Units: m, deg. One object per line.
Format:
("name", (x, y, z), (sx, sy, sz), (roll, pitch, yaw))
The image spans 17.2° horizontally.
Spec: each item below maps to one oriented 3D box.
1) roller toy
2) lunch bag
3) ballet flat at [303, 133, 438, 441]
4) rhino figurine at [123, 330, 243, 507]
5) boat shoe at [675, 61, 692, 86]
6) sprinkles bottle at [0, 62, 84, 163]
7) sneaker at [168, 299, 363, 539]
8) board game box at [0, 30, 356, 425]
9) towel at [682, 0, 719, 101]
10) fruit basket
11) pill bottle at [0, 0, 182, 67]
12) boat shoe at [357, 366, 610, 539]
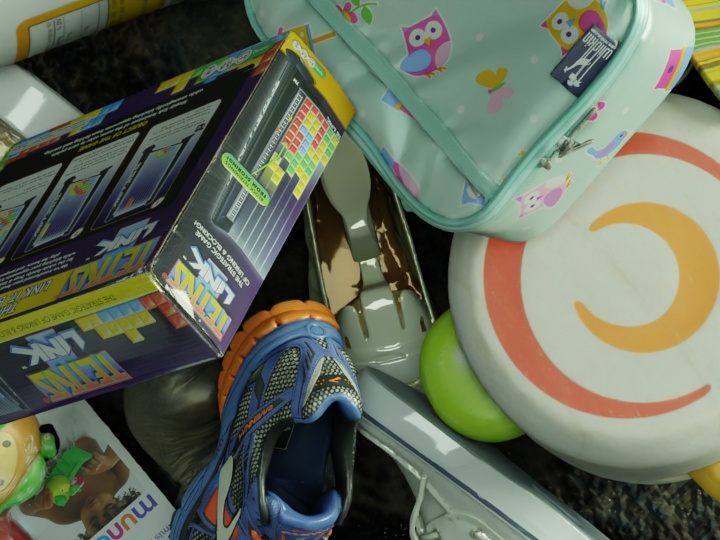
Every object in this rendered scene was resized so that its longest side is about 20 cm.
("roller toy", (0.143, 0.013, 1.180), (0.199, 0.140, 0.183), (13, 83, 13))
("lunch bag", (0.046, -0.116, 1.109), (0.160, 0.077, 0.200), (-48, 63, 15))
("ballet flat", (0.000, 0.000, 1.224), (0.067, 0.062, 0.201), (-17, 85, -1))
("rhino figurine", (-0.082, 0.052, 1.220), (0.087, 0.060, 0.201), (-16, 100, -13))
("boat shoe", (0.077, -0.155, 1.174), (0.200, 0.057, 0.067), (37, 85, 19))
("sprinkles bottle", (-0.221, -0.015, 1.229), (0.068, 0.068, 0.200), (37, 87, 4))
("sneaker", (-0.044, 0.117, 1.171), (0.075, 0.078, 0.201), (-2, 119, -24))
("board game box", (-0.115, -0.013, 1.093), (0.057, 0.199, 0.166), (49, 46, -26))
("towel", (0.161, -0.158, 1.165), (0.086, 0.018, 0.200), (-17, 64, -36))
("fruit basket", (-0.204, 0.128, 1.186), (0.185, 0.094, 0.200), (-40, 108, -9))
("pill bottle", (-0.166, -0.167, 1.194), (0.199, 0.111, 0.111), (-23, 85, -18))
("boat shoe", (0.056, 0.137, 1.202), (0.202, 0.075, 0.086), (39, 95, -15))
